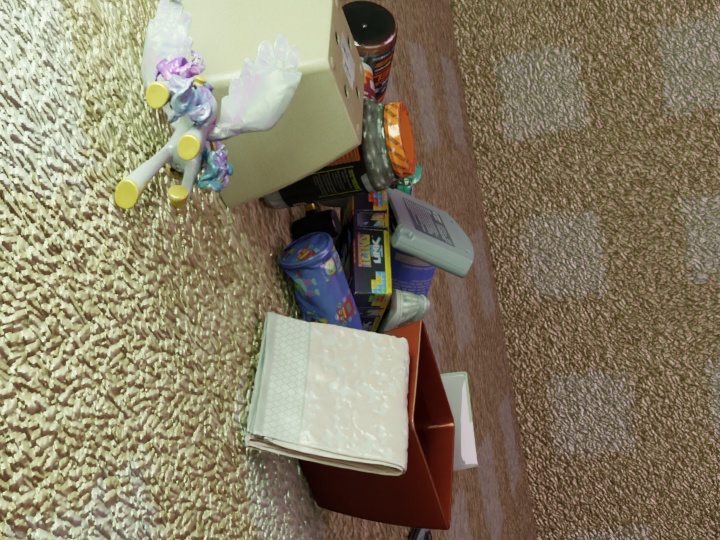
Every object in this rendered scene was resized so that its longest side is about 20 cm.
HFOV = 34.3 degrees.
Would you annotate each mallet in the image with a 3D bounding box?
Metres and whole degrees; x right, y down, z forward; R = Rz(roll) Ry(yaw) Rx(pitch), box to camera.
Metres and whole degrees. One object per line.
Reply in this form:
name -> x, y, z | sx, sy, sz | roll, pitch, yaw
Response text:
mallet -> -0.075, -0.136, 1.621 | 0.041, 0.065, 0.202 | -26, 107, -77

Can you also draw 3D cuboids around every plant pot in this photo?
plant pot -> -0.097, -0.221, 1.359 | 0.200, 0.176, 0.201 | 66, 22, -47
plant pot -> 0.016, 0.213, 1.544 | 0.200, 0.175, 0.201 | -80, 156, -52

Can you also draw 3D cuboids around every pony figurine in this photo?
pony figurine -> -0.165, -0.155, 1.161 | 0.200, 0.166, 0.194 | -63, 174, -72

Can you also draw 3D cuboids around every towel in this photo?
towel -> -0.033, 0.142, 1.389 | 0.032, 0.190, 0.201 | 110, -12, -45

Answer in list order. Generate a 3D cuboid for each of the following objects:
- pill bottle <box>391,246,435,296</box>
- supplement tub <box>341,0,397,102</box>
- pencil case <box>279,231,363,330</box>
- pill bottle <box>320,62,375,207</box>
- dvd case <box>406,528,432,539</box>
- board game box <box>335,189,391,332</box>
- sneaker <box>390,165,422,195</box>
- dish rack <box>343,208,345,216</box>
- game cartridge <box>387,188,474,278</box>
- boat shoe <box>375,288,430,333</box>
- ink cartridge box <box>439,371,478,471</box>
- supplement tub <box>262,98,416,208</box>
pill bottle -> 0.056, 0.014, 1.851 | 0.112, 0.111, 0.201 | -62, 170, -68
supplement tub -> -0.004, -0.327, 1.867 | 0.200, 0.106, 0.108 | 102, -10, -57
pencil case -> -0.050, 0.046, 1.586 | 0.078, 0.086, 0.201 | -43, 128, -37
pill bottle -> -0.027, -0.204, 1.755 | 0.114, 0.113, 0.202 | 32, 50, -72
dvd case -> 0.105, 0.527, 2.028 | 0.200, 0.022, 0.147 | -36, 116, -74
board game box -> 0.000, 0.000, 1.709 | 0.200, 0.056, 0.166 | 109, -18, -62
sneaker -> 0.045, -0.178, 2.014 | 0.084, 0.120, 0.201 | -77, 154, -57
dish rack -> 0.020, -0.044, 1.978 | 0.200, 0.054, 0.154 | 62, 25, -58
game cartridge -> 0.098, -0.055, 1.702 | 0.200, 0.132, 0.041 | -105, -143, -66
boat shoe -> 0.052, 0.085, 1.743 | 0.202, 0.064, 0.075 | 110, -18, -61
ink cartridge box -> 0.091, 0.234, 1.811 | 0.200, 0.087, 0.146 | -14, -98, 63
supplement tub -> -0.034, -0.154, 1.519 | 0.122, 0.199, 0.123 | -8, 90, -76
